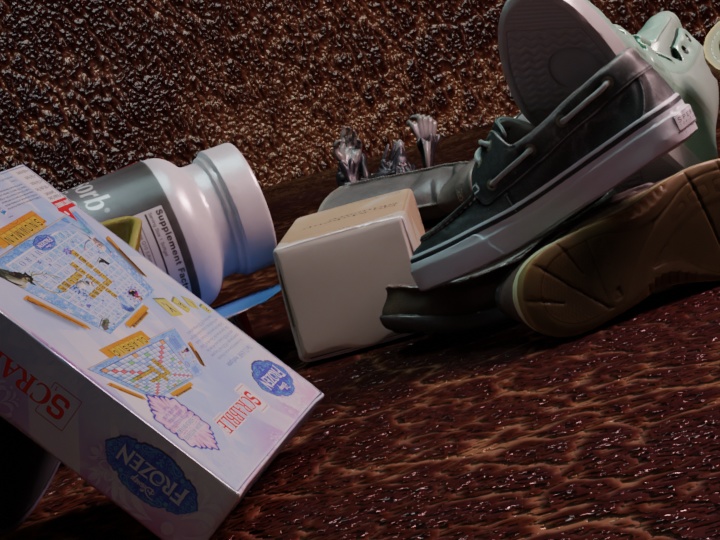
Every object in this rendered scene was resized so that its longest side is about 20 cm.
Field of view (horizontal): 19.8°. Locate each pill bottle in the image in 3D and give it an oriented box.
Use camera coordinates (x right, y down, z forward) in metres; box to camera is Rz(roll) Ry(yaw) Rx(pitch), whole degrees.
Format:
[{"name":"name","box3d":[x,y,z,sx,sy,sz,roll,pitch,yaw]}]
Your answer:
[{"name":"pill bottle","box3d":[-0.168,-0.011,1.464,0.200,0.116,0.116,-23,8,-15]}]

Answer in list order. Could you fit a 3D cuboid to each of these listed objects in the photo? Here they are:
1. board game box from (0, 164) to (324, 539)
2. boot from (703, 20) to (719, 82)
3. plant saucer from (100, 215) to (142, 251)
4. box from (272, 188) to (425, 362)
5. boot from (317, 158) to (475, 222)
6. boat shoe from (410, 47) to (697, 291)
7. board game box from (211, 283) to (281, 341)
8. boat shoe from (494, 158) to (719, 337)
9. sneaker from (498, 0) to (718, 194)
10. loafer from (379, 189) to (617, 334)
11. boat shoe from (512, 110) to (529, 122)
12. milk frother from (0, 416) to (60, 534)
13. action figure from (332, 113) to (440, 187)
[{"name":"board game box","box3d":[-0.123,0.035,0.973,0.041,0.199,0.200,-53,-3,13]},{"name":"boot","box3d":[0.299,-0.099,1.267,0.199,0.074,0.155,-6,-37,-6]},{"name":"plant saucer","box3d":[-0.233,0.063,1.313,0.200,0.049,0.200,-14,36,15]},{"name":"box","box3d":[0.000,0.000,1.410,0.095,0.078,0.200,-15,6,3]},{"name":"boot","box3d":[0.079,-0.080,2.013,0.200,0.073,0.182,-20,1,38]},{"name":"boat shoe","box3d":[0.100,-0.059,1.188,0.200,0.071,0.072,-34,-3,28]},{"name":"board game box","box3d":[-0.119,0.058,1.407,0.158,0.039,0.200,-21,3,8]},{"name":"boat shoe","box3d":[0.165,-0.020,1.197,0.200,0.073,0.065,-19,12,-23]},{"name":"sneaker","box3d":[0.150,-0.127,1.237,0.074,0.200,0.118,-19,43,32]},{"name":"loafer","box3d":[0.096,-0.011,1.297,0.200,0.071,0.073,-19,7,-25]},{"name":"boat shoe","box3d":[0.110,-0.065,1.351,0.071,0.064,0.200,-20,-25,-8]},{"name":"milk frother","box3d":[-0.266,0.099,1.056,0.188,0.200,0.181,18,26,13]},{"name":"action figure","box3d":[0.027,-0.116,2.249,0.119,0.102,0.200,-6,3,-12]}]
